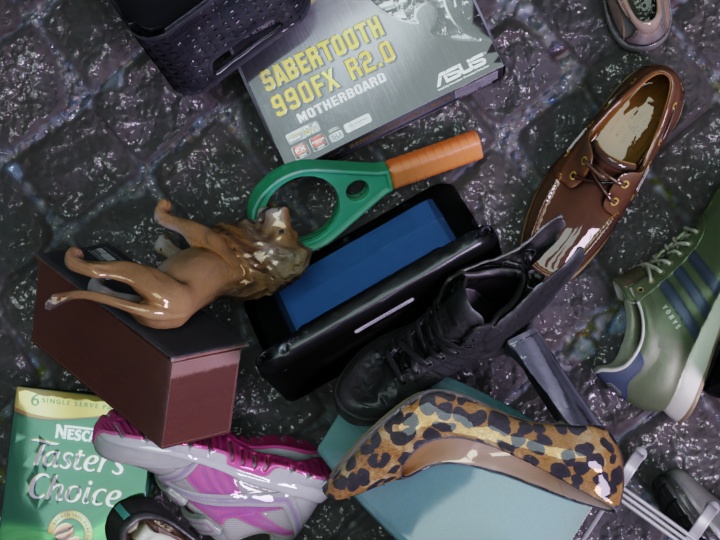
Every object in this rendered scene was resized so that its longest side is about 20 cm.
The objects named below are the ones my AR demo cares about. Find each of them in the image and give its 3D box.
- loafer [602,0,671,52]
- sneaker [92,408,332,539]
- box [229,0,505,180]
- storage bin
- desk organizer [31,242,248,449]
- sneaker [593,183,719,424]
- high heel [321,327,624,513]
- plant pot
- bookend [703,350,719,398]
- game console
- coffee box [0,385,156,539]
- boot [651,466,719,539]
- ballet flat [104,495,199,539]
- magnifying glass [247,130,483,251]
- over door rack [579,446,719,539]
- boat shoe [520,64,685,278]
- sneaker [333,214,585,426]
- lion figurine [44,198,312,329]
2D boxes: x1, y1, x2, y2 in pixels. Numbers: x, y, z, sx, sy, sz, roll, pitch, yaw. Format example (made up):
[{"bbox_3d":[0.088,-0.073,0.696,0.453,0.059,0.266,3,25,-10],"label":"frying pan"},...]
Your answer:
[{"bbox_3d":[0.210,-0.279,1.419,0.071,0.063,0.202,-17,84,3],"label":"loafer"},{"bbox_3d":[-0.119,0.167,1.373,0.198,0.081,0.089,19,106,-12],"label":"sneaker"},{"bbox_3d":[-0.002,-0.189,1.432,0.198,0.048,0.160,-25,84,1],"label":"box"},{"bbox_3d":[-0.147,-0.258,1.393,0.135,0.094,0.201,-35,61,0],"label":"storage bin"},{"bbox_3d":[-0.178,0.055,1.368,0.199,0.071,0.078,32,121,42],"label":"desk organizer"},{"bbox_3d":[0.245,0.012,1.386,0.089,0.067,0.202,18,89,0],"label":"sneaker"},{"bbox_3d":[0.083,0.149,1.247,0.199,0.071,0.143,-31,73,-4],"label":"high heel"},{"bbox_3d":[0.074,0.159,1.351,0.199,0.141,0.142,33,87,9],"label":"plant pot"},{"bbox_3d":[0.346,0.015,1.314,0.091,0.199,0.202,24,86,8],"label":"bookend"},{"bbox_3d":[0.000,0.000,1.342,0.199,0.176,0.117,-30,73,1],"label":"game console"},{"bbox_3d":[-0.229,0.197,1.412,0.121,0.044,0.203,7,85,4],"label":"coffee box"},{"bbox_3d":[0.334,0.198,1.374,0.200,0.068,0.131,45,80,3],"label":"boot"},{"bbox_3d":[-0.120,0.254,1.364,0.200,0.068,0.068,40,79,-9],"label":"ballet flat"},{"bbox_3d":[0.004,-0.069,1.418,0.198,0.022,0.080,-21,128,-7],"label":"magnifying glass"},{"bbox_3d":[0.221,0.246,1.339,0.147,0.067,0.201,36,121,14],"label":"over door rack"},{"bbox_3d":[0.191,-0.080,1.399,0.072,0.068,0.201,33,88,6],"label":"boat shoe"},{"bbox_3d":[0.068,0.038,1.266,0.198,0.104,0.060,-26,68,-10],"label":"sneaker"},{"bbox_3d":[-0.133,0.006,1.334,0.122,0.073,0.200,28,42,22],"label":"lion figurine"}]
